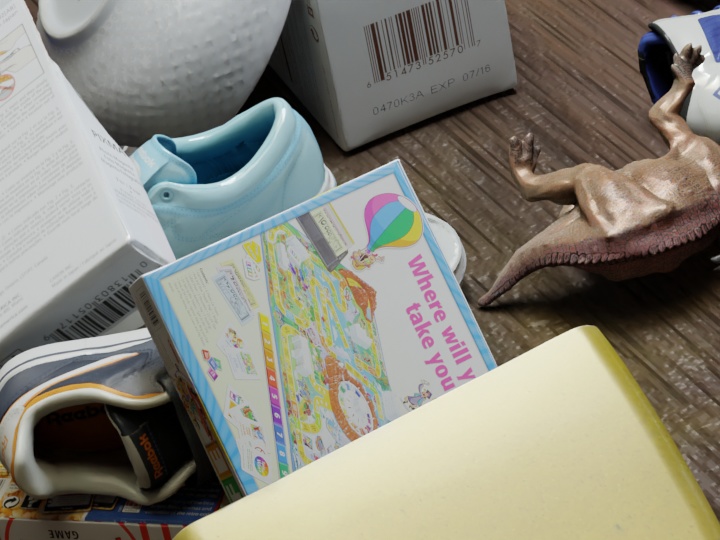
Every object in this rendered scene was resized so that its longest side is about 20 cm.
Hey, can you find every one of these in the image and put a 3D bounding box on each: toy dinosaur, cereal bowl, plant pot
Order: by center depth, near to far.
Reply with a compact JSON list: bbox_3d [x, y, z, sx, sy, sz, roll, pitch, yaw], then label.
[{"bbox_3d":[0.062,0.179,1.088,0.200,0.200,0.176,-25,47,-19],"label":"plant pot"},{"bbox_3d":[0.157,-0.027,1.443,0.200,0.086,0.136,-25,43,-9],"label":"toy dinosaur"},{"bbox_3d":[-0.126,-0.162,1.614,0.200,0.083,0.201,-31,48,42],"label":"cereal bowl"}]

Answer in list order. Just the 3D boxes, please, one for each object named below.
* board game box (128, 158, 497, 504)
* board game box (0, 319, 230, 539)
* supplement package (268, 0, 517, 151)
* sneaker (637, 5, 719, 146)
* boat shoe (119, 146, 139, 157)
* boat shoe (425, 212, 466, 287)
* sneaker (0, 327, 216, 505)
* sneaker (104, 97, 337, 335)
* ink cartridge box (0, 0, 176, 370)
[{"bbox_3d":[-0.001,0.068,1.266,0.134,0.200,0.034,-24,-3,-18],"label":"board game box"},{"bbox_3d":[-0.109,0.076,1.401,0.151,0.046,0.200,1,36,19],"label":"board game box"},{"bbox_3d":[-0.006,-0.179,1.672,0.117,0.118,0.200,-22,36,-13],"label":"supplement package"},{"bbox_3d":[0.220,-0.130,1.567,0.115,0.081,0.200,8,41,23],"label":"sneaker"},{"bbox_3d":[-0.100,-0.031,1.533,0.201,0.072,0.061,17,46,24],"label":"boat shoe"},{"bbox_3d":[0.000,0.000,1.404,0.200,0.067,0.074,-21,73,-51],"label":"boat shoe"},{"bbox_3d":[-0.074,0.059,1.307,0.199,0.079,0.079,-19,31,4],"label":"sneaker"},{"bbox_3d":[-0.112,-0.029,1.428,0.200,0.082,0.074,-29,38,-12],"label":"sneaker"},{"bbox_3d":[-0.193,-0.028,1.413,0.162,0.057,0.200,-36,47,12],"label":"ink cartridge box"}]
